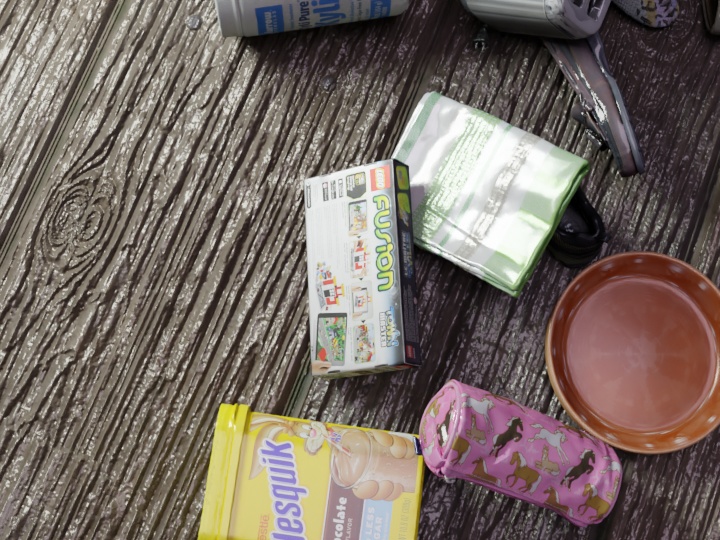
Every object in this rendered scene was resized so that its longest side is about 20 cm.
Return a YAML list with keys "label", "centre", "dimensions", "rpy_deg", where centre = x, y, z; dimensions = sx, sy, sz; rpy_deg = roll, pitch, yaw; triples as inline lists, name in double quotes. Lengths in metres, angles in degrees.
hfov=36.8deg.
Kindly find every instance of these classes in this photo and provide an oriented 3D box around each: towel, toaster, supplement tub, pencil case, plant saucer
- label: "towel"
  centre: [0.106, -0.080, 1.054]
  dimensions: [0.199, 0.031, 0.151]
  rpy_deg: [30, 93, 35]
- label: "toaster"
  centre: [0.188, -0.317, 1.097]
  dimensions: [0.128, 0.113, 0.203]
  rpy_deg: [21, 92, 41]
- label: "supplement tub"
  centre: [-0.055, -0.317, 1.112]
  dimensions: [0.197, 0.132, 0.134]
  rpy_deg: [-10, 78, -3]
- label: "pencil case"
  centre: [0.150, 0.173, 1.004]
  dimensions: [0.198, 0.083, 0.087]
  rpy_deg: [22, 106, -21]
- label: "plant saucer"
  centre: [0.283, 0.082, 1.085]
  dimensions: [0.197, 0.032, 0.203]
  rpy_deg: [0, 78, -2]

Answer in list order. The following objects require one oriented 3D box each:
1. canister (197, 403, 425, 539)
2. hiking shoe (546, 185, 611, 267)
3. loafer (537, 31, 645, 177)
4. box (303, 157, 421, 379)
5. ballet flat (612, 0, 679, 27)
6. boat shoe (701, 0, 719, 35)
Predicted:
- label: "canister"
  centre: [-0.044, 0.213, 1.019]
  dimensions: [0.197, 0.087, 0.151]
  rpy_deg: [8, 76, -2]
- label: "hiking shoe"
  centre: [0.172, -0.092, 1.084]
  dimensions: [0.199, 0.101, 0.076]
  rpy_deg: [40, 77, 6]
- label: "loafer"
  centre: [0.240, -0.183, 1.132]
  dimensions: [0.062, 0.072, 0.203]
  rpy_deg: [-20, 72, 14]
- label: "box"
  centre: [0.000, 0.000, 1.066]
  dimensions: [0.109, 0.035, 0.203]
  rpy_deg: [-10, 76, 30]
- label: "ballet flat"
  centre: [0.273, -0.348, 1.161]
  dimensions: [0.072, 0.072, 0.201]
  rpy_deg: [-36, 81, -9]
- label: "boat shoe"
  centre: [0.387, -0.351, 1.163]
  dimensions: [0.059, 0.072, 0.205]
  rpy_deg: [-7, 82, -8]
